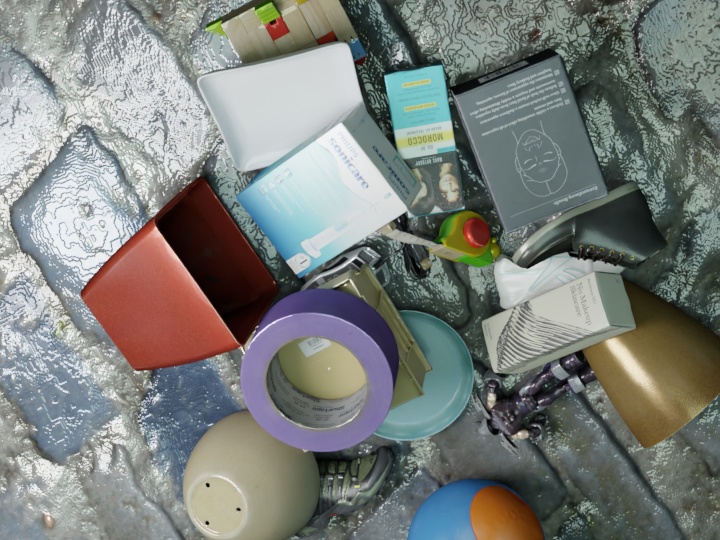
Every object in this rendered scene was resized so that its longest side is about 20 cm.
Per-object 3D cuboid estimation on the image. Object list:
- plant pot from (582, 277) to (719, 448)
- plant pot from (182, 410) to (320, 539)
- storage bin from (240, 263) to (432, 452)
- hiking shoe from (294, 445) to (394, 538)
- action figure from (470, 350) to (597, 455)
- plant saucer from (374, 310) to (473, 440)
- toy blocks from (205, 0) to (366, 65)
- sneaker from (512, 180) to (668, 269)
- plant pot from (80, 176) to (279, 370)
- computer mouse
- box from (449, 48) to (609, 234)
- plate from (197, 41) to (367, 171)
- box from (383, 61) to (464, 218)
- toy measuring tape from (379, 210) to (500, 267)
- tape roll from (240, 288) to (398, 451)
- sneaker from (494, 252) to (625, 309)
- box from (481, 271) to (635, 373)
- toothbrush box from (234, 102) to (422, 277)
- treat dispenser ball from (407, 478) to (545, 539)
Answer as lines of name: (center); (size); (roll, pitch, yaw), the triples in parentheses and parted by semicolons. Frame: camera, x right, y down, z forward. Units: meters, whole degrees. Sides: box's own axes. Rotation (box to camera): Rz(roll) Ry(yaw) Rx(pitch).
plant pot: (0.392, 0.110, 1.588); (0.186, 0.186, 0.200); (-44, 84, 12)
plant pot: (-0.174, 0.313, 1.636); (0.200, 0.134, 0.201); (3, 99, 19)
storage bin: (-0.038, 0.118, 1.595); (0.200, 0.094, 0.199); (-27, 105, 17)
hiking shoe: (-0.043, 0.310, 1.692); (0.200, 0.076, 0.101); (-37, 105, 11)
action figure: (0.247, 0.184, 1.660); (0.200, 0.069, 0.130); (-35, 109, 14)
plant saucer: (0.064, 0.150, 1.672); (0.200, 0.027, 0.200); (0, 106, 2)
toy blocks: (-0.085, -0.307, 1.524); (0.200, 0.100, 0.137); (-26, 115, 7)
sneaker: (0.310, -0.031, 1.542); (0.200, 0.075, 0.106); (-28, 79, -3)
plant pot: (-0.257, 0.021, 1.566); (0.176, 0.200, 0.200); (-29, 103, 20)
computer mouse: (0.000, 0.000, 1.616); (0.200, 0.044, 0.110); (-30, 106, 17)
box: (0.224, -0.174, 1.538); (0.148, 0.107, 0.200); (-20, 103, 6)
plate: (-0.095, -0.221, 1.523); (0.199, 0.032, 0.200); (-13, 146, 4)
box: (0.087, -0.178, 1.569); (0.082, 0.049, 0.200); (-10, 105, 4)
toy measuring tape: (0.114, -0.057, 1.574); (0.200, 0.074, 0.074); (17, 107, -31)
tape roll: (-0.052, 0.130, 1.506); (0.200, 0.085, 0.200); (2, 112, 6)
sneaker: (0.282, -0.009, 1.602); (0.200, 0.070, 0.080); (-18, 102, 6)
box: (0.264, 0.073, 1.551); (0.200, 0.068, 0.082); (-30, 66, 40)
toothbrush box: (-0.042, -0.106, 1.543); (0.200, 0.085, 0.146); (-32, 103, 30)
treat dispenser ball: (0.166, 0.401, 1.650); (0.201, 0.201, 0.201); (0, 105, 1)
